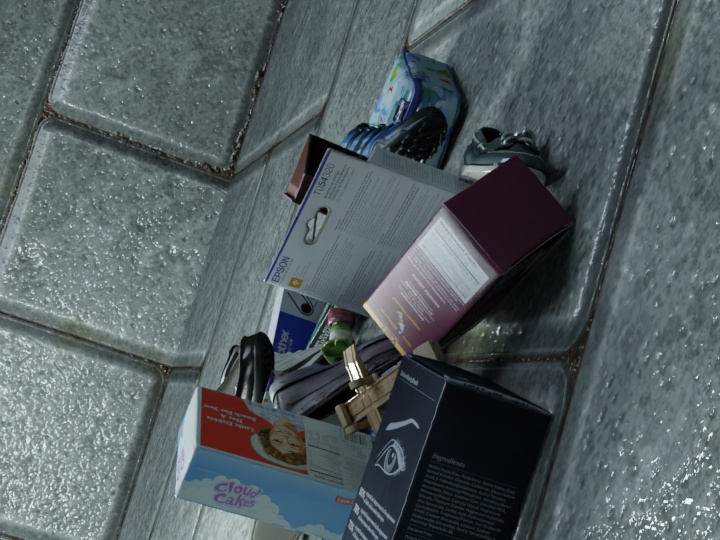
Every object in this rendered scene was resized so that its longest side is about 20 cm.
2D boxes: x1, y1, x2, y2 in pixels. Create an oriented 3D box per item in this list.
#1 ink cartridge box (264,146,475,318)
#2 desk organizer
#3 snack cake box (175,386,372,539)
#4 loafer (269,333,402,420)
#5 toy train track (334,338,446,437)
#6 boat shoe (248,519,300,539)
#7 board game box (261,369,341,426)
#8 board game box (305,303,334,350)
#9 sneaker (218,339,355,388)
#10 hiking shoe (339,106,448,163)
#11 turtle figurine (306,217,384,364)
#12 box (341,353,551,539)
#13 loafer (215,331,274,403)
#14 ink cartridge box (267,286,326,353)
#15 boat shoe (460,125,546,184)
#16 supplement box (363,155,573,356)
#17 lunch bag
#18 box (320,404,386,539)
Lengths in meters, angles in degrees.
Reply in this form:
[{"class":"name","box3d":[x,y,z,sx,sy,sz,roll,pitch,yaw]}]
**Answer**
[{"class":"ink cartridge box","box3d":[0.020,-0.038,1.577,0.044,0.198,0.197,-88,22,-52]},{"class":"desk organizer","box3d":[0.021,-0.081,1.636,0.072,0.198,0.078,-141,73,-76]},{"class":"snack cake box","box3d":[-0.085,0.199,1.471,0.115,0.198,0.068,-98,29,-61]},{"class":"loafer","box3d":[-0.001,0.125,1.564,0.072,0.198,0.063,59,-168,-52]},{"class":"toy train track","box3d":[0.019,0.117,1.416,0.200,0.032,0.116,-41,69,53]},{"class":"boat shoe","box3d":[-0.096,0.302,1.895,0.057,0.066,0.202,93,-167,-62]},{"class":"board game box","box3d":[-0.066,0.202,1.693,0.200,0.104,0.104,96,-172,-70]},{"class":"board game box","box3d":[-0.009,0.011,1.937,0.201,0.028,0.136,-60,4,39]},{"class":"sneaker","box3d":[-0.102,0.115,1.869,0.200,0.115,0.076,-30,-36,-42]},{"class":"hiking shoe","box3d":[0.019,-0.152,1.747,0.199,0.074,0.087,-34,59,33]},{"class":"turtle figurine","box3d":[0.000,0.000,1.713,0.200,0.143,0.195,-49,35,43]},{"class":"box","box3d":[0.070,0.189,1.272,0.148,0.103,0.202,-153,83,-76]},{"class":"loafer","box3d":[-0.147,0.161,1.666,0.073,0.071,0.202,-68,-9,-68]},{"class":"ink cartridge box","box3d":[-0.078,0.073,2.048,0.044,0.093,0.202,128,158,-52]},{"class":"boat shoe","box3d":[0.145,-0.119,1.461,0.200,0.072,0.062,-153,79,-82]},{"class":"supplement box","box3d":[0.098,-0.005,1.366,0.110,0.086,0.200,-33,-12,-35]},{"class":"lunch bag","box3d":[0.063,-0.185,1.866,0.200,0.082,0.162,-98,27,-64]},{"class":"box","box3d":[0.019,0.239,1.537,0.200,0.049,0.200,176,112,-76]}]
